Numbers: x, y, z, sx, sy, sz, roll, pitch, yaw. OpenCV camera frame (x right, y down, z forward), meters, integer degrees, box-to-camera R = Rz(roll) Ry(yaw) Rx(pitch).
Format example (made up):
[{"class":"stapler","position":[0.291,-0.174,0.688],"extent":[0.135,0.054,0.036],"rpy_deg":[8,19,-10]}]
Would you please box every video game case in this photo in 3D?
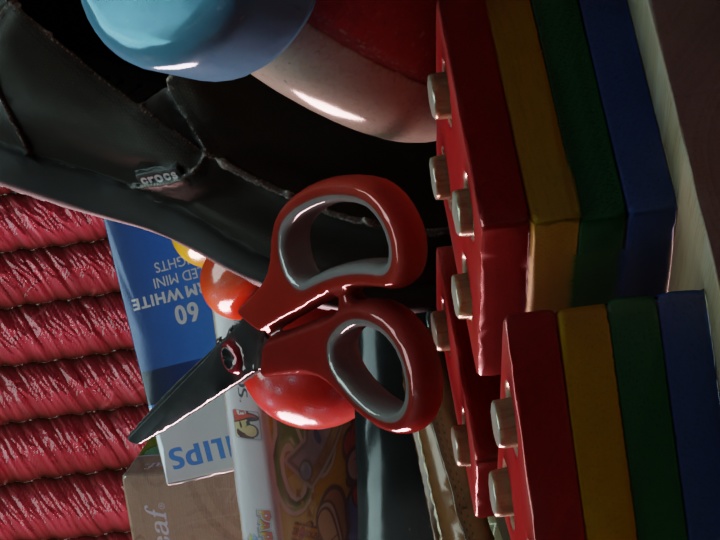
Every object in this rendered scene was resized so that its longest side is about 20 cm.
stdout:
[{"class":"video game case","position":[0.011,0.058,1.113],"extent":[0.200,0.023,0.182],"rpy_deg":[-33,-58,-52]}]

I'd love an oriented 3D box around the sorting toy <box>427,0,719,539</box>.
[{"class":"sorting toy","position":[0.062,0.043,0.694],"extent":[0.200,0.069,0.199],"rpy_deg":[88,174,-58]}]

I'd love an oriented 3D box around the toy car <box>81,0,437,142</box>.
[{"class":"toy car","position":[0.009,-0.156,0.745],"extent":[0.177,0.184,0.200],"rpy_deg":[43,111,29]}]

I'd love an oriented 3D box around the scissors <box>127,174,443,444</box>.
[{"class":"scissors","position":[-0.031,0.015,0.816],"extent":[0.200,0.014,0.073],"rpy_deg":[-9,98,60]}]

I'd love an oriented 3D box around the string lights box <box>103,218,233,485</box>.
[{"class":"string lights box","position":[-0.057,-0.021,1.130],"extent":[0.103,0.059,0.200],"rpy_deg":[-10,-93,-67]}]

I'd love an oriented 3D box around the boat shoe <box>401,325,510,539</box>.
[{"class":"boat shoe","position":[0.041,0.112,0.822],"extent":[0.072,0.068,0.200],"rpy_deg":[3,-112,-64]}]

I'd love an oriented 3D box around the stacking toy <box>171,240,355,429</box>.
[{"class":"stacking toy","position":[-0.047,-0.035,0.971],"extent":[0.085,0.085,0.200],"rpy_deg":[90,155,-67]}]

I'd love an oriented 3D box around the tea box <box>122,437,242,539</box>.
[{"class":"tea box","position":[-0.011,0.147,1.288],"extent":[0.197,0.133,0.200],"rpy_deg":[-57,-39,-67]}]

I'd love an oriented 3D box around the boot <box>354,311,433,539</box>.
[{"class":"boot","position":[0.001,0.000,0.903],"extent":[0.066,0.164,0.200],"rpy_deg":[22,-120,-80]}]

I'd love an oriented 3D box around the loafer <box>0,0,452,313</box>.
[{"class":"loafer","position":[-0.035,-0.044,0.828],"extent":[0.073,0.200,0.071],"rpy_deg":[-68,-10,-53]}]
